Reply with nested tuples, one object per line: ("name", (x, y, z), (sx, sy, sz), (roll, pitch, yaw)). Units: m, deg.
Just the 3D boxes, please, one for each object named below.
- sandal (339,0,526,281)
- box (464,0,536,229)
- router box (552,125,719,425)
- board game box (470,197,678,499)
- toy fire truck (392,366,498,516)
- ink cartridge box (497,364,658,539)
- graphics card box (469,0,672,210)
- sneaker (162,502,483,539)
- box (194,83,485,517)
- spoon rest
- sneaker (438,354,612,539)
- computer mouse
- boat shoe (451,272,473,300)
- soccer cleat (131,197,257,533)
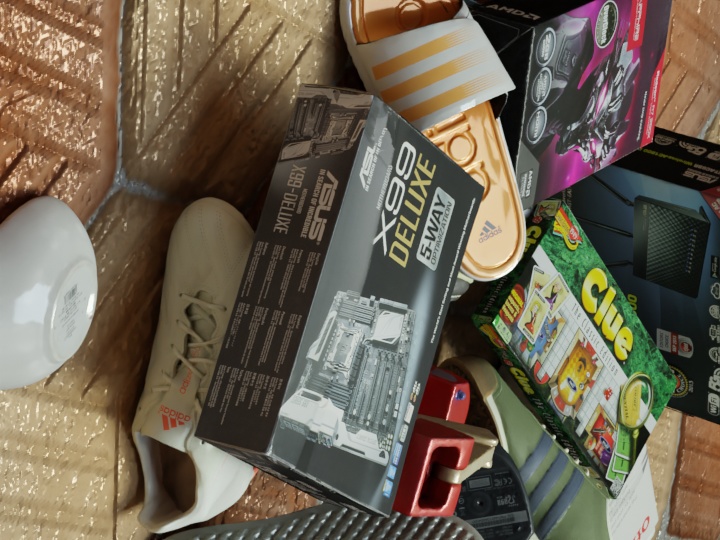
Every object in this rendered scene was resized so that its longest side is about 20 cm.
("sandal", (0.059, -0.090, 1.548), (0.079, 0.059, 0.208), (-30, 108, -20))
("box", (0.068, -0.095, 1.671), (0.200, 0.038, 0.137), (12, 96, -62))
("router box", (0.210, -0.002, 1.866), (0.062, 0.149, 0.201), (-43, 141, -42))
("board game box", (0.147, 0.054, 1.786), (0.200, 0.023, 0.105), (53, 55, -40))
("toy fire truck", (0.031, 0.096, 1.611), (0.200, 0.140, 0.049), (-3, 110, -60))
("ink cartridge box", (0.138, 0.158, 1.905), (0.147, 0.082, 0.201), (-53, 147, -31))
("graphics card box", (0.129, -0.121, 1.671), (0.200, 0.051, 0.126), (-25, 128, -53))
("sneaker", (-0.025, 0.194, 1.555), (0.105, 0.199, 0.076), (89, -6, -47))
("box", (-0.008, 0.019, 1.448), (0.158, 0.050, 0.201), (36, 68, -60))
("spoon rest", (-0.185, 0.031, 1.291), (0.200, 0.060, 0.100), (-50, 149, -59))
("sneaker", (0.119, 0.147, 1.757), (0.089, 0.201, 0.067), (-9, 161, -36))
("computer mouse", (0.086, 0.204, 1.704), (0.034, 0.058, 0.201), (-57, 140, -87))
("boat shoe", (0.000, 0.000, 1.584), (0.200, 0.073, 0.065), (13, 104, -56))
("soccer cleat", (-0.088, 0.057, 1.458), (0.077, 0.069, 0.201), (-33, 137, -45))
